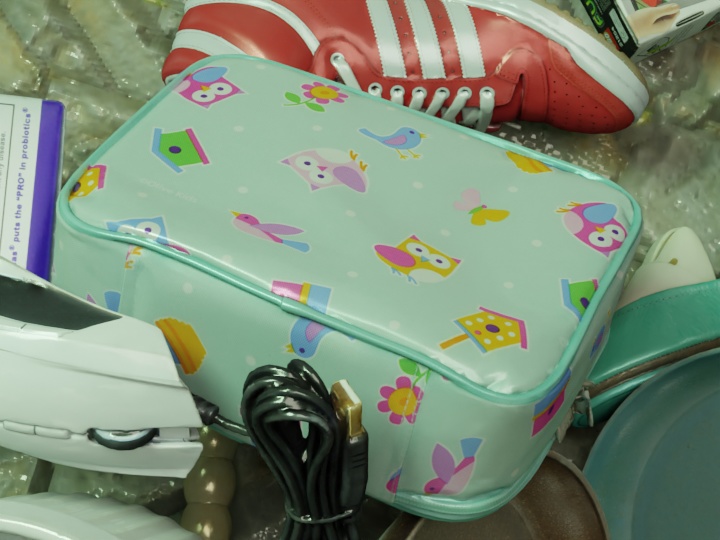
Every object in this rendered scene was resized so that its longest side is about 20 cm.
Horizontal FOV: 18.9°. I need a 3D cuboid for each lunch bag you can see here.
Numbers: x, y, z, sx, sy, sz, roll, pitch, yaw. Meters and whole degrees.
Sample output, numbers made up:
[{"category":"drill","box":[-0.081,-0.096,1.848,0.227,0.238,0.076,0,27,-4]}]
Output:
[{"category":"lunch bag","box":[0.000,0.000,0.794,0.200,0.077,0.160,22,37,12]}]

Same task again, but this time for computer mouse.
[{"category":"computer mouse","box":[-0.090,0.048,0.738,0.200,0.110,0.044,20,52,16]}]

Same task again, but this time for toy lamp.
[{"category":"toy lamp","box":[-0.063,0.098,0.866,0.058,0.058,0.200,6,73,-8]}]

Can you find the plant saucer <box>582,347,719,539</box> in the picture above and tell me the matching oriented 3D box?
[{"category":"plant saucer","box":[0.175,0.123,0.852,0.027,0.200,0.200,-20,79,-51]}]

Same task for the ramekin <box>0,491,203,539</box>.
[{"category":"ramekin","box":[-0.114,0.173,0.778,0.200,0.105,0.201,2,96,16]}]

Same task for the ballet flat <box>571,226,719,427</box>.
[{"category":"ballet flat","box":[0.161,0.010,0.924,0.200,0.067,0.071,-15,74,-19]}]

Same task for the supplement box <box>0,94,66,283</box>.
[{"category":"supplement box","box":[-0.219,-0.015,0.841,0.200,0.101,0.104,5,76,-9]}]

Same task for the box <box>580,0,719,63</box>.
[{"category":"box","box":[0.120,-0.203,0.979,0.110,0.035,0.200,-25,82,-15]}]

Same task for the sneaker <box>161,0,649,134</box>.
[{"category":"sneaker","box":[0.014,-0.074,0.911,0.200,0.071,0.113,23,70,4]}]

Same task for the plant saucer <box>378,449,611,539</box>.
[{"category":"plant saucer","box":[0.036,0.163,0.822,0.032,0.200,0.200,11,70,35]}]
